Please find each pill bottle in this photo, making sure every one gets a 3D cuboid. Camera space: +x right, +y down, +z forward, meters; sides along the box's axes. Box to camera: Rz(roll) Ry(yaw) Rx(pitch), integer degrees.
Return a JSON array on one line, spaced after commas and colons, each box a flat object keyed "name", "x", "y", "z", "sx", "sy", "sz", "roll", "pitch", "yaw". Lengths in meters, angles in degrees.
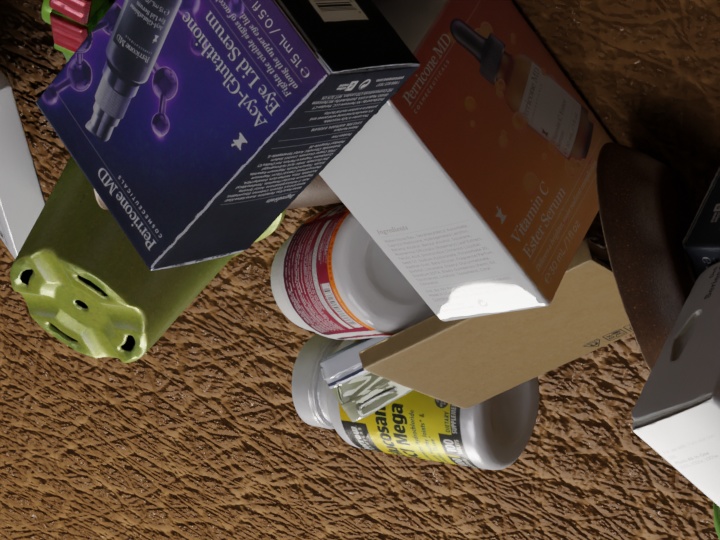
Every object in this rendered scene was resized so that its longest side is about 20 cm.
[{"name": "pill bottle", "x": 0.000, "y": 0.000, "z": 1.474, "sx": 0.110, "sy": 0.110, "sz": 0.200, "roll": 40, "pitch": 164, "yaw": -13}, {"name": "pill bottle", "x": 0.044, "y": 0.106, "z": 1.609, "sx": 0.200, "sy": 0.112, "sz": 0.112, "roll": 5, "pitch": 139, "yaw": 34}]

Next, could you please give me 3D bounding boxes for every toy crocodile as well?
[{"name": "toy crocodile", "x": -0.217, "y": -0.216, "z": 1.440, "sx": 0.067, "sy": 0.062, "sz": 0.200, "roll": 26, "pitch": 147, "yaw": 8}]

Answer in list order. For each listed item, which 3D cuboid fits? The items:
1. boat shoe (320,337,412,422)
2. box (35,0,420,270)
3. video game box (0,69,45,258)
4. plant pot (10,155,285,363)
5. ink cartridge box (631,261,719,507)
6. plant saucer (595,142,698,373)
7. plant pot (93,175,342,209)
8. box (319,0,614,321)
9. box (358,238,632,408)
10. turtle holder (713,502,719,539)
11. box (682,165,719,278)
[{"name": "boat shoe", "x": 0.064, "y": 0.061, "z": 1.515, "sx": 0.200, "sy": 0.072, "sz": 0.062, "roll": -25, "pitch": 94, "yaw": 19}, {"name": "box", "x": -0.088, "y": -0.119, "z": 1.184, "sx": 0.200, "sy": 0.104, "sz": 0.148, "roll": -46, "pitch": 72, "yaw": 30}, {"name": "video game box", "x": -0.333, "y": -0.134, "z": 1.581, "sx": 0.182, "sy": 0.047, "sz": 0.200, "roll": 48, "pitch": 158, "yaw": 32}, {"name": "plant pot", "x": -0.191, "y": -0.030, "z": 1.553, "sx": 0.200, "sy": 0.184, "sz": 0.200, "roll": 21, "pitch": 146, "yaw": 15}, {"name": "ink cartridge box", "x": 0.287, "y": 0.097, "z": 1.177, "sx": 0.200, "sy": 0.145, "sz": 0.088, "roll": 40, "pitch": 146, "yaw": -12}, {"name": "plant saucer", "x": 0.216, "y": 0.002, "z": 1.279, "sx": 0.037, "sy": 0.200, "sz": 0.200, "roll": -17, "pitch": 127, "yaw": 21}, {"name": "plant pot", "x": -0.078, "y": -0.119, "z": 1.375, "sx": 0.200, "sy": 0.187, "sz": 0.187, "roll": 11, "pitch": 144, "yaw": 5}, {"name": "box", "x": 0.069, "y": -0.089, "z": 1.296, "sx": 0.106, "sy": 0.152, "sz": 0.200, "roll": -10, "pitch": 130, "yaw": 46}, {"name": "box", "x": 0.122, "y": 0.045, "z": 1.407, "sx": 0.200, "sy": 0.021, "sz": 0.163, "roll": -26, "pitch": 153, "yaw": 24}, {"name": "turtle holder", "x": 0.372, "y": 0.185, "z": 1.432, "sx": 0.185, "sy": 0.141, "sz": 0.132, "roll": 29, "pitch": 131, "yaw": 20}, {"name": "box", "x": 0.343, "y": 0.000, "z": 1.236, "sx": 0.200, "sy": 0.107, "sz": 0.148, "roll": 0, "pitch": 135, "yaw": 38}]
